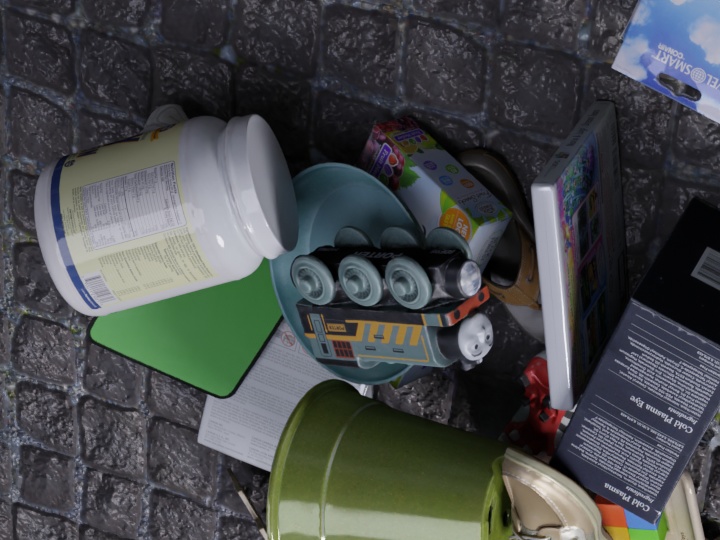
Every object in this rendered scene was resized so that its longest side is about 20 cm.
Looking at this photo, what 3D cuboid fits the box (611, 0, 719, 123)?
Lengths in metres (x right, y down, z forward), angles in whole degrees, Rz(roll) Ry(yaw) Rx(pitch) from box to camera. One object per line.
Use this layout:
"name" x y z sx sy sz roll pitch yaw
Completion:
"box" 0.290 -0.225 1.533 0.121 0.048 0.201 29 125 12

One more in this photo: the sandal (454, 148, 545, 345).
"sandal" 0.135 -0.013 1.718 0.081 0.055 0.201 -20 105 33

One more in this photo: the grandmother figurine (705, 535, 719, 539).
"grandmother figurine" 0.235 0.255 1.808 0.198 0.061 0.122 8 110 20

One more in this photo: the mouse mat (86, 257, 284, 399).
"mouse mat" -0.150 0.026 1.832 0.160 0.008 0.200 25 122 -15

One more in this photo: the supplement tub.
"supplement tub" -0.167 -0.051 1.692 0.199 0.145 0.146 -15 109 14

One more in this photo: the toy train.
"toy train" 0.026 0.027 1.627 0.199 0.085 0.115 2 117 42

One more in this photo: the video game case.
"video game case" 0.185 -0.015 1.613 0.024 0.182 0.201 4 117 23

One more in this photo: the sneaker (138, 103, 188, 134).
"sneaker" -0.130 -0.076 1.812 0.075 0.081 0.200 -30 119 22

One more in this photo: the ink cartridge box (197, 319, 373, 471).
"ink cartridge box" -0.061 0.102 1.894 0.162 0.057 0.201 20 103 17

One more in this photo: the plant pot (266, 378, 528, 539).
"plant pot" 0.049 0.203 1.689 0.189 0.200 0.202 4 117 27

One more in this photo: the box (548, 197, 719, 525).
"box" 0.259 0.072 1.610 0.104 0.200 0.183 28 124 10

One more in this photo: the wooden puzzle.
"wooden puzzle" 0.213 0.245 1.739 0.199 0.046 0.186 4 131 28

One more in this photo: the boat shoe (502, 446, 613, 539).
"boat shoe" 0.160 0.217 1.625 0.072 0.065 0.200 27 161 38

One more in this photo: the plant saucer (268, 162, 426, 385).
"plant saucer" 0.000 0.000 1.719 0.199 0.036 0.202 17 115 40

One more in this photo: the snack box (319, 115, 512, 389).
"snack box" 0.037 -0.015 1.742 0.142 0.053 0.201 44 130 24

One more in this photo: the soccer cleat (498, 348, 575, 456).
"soccer cleat" 0.177 0.125 1.755 0.069 0.085 0.201 43 156 24

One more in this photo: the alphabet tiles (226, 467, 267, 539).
"alphabet tiles" -0.077 0.291 1.936 0.006 0.166 0.201 -31 102 -6
